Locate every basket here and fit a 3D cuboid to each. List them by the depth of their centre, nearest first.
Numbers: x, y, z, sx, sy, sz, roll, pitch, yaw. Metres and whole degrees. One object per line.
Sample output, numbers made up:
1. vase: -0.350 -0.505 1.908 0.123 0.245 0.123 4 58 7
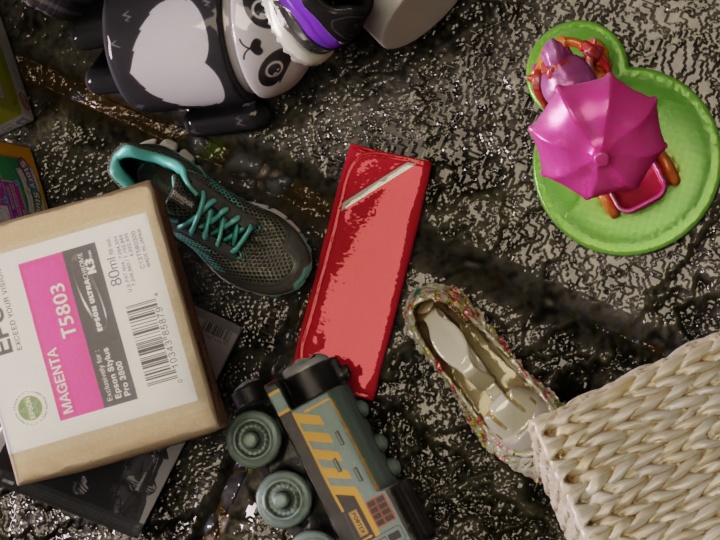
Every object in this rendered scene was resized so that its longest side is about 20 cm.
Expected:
1. basket: 0.231 0.153 1.138 0.199 0.198 0.161 -27 73 -1

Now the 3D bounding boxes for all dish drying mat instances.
1. dish drying mat: 0.000 0.000 1.327 0.077 0.018 0.201 14 89 16

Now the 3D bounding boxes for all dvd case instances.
1. dvd case: -0.205 0.105 1.329 0.150 0.025 0.201 26 92 -23

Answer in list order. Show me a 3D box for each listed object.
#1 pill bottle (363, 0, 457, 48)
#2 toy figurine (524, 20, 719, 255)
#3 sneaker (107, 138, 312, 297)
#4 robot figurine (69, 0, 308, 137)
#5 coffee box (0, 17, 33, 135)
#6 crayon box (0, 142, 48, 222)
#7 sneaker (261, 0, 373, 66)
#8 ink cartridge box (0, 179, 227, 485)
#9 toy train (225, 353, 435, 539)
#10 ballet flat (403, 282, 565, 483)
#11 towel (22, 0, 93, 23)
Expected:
1. pill bottle: -0.010 -0.282 1.309 0.114 0.114 0.200 -43 74 8
2. toy figurine: 0.175 -0.118 1.201 0.150 0.184 0.201 -28 77 12
3. sneaker: -0.131 -0.044 1.333 0.200 0.091 0.078 32 95 17
4. robot figurine: -0.134 -0.194 1.330 0.199 0.150 0.125 -4 70 16
5. coffee box: -0.435 -0.198 1.383 0.199 0.198 0.201 -23 79 13
6. crayon box: -0.308 -0.011 1.365 0.058 0.119 0.201 -23 78 21
7. sneaker: -0.052 -0.262 1.226 0.099 0.070 0.200 -23 102 51
8. ink cartridge box: -0.208 0.049 1.248 0.164 0.075 0.201 -17 88 -1
9. toy train: -0.025 0.165 1.287 0.114 0.085 0.201 -29 80 6
10. ballet flat: 0.099 0.091 1.265 0.076 0.064 0.200 -45 75 8
11. towel: -0.229 -0.288 1.335 0.085 0.200 0.166 31 96 3
